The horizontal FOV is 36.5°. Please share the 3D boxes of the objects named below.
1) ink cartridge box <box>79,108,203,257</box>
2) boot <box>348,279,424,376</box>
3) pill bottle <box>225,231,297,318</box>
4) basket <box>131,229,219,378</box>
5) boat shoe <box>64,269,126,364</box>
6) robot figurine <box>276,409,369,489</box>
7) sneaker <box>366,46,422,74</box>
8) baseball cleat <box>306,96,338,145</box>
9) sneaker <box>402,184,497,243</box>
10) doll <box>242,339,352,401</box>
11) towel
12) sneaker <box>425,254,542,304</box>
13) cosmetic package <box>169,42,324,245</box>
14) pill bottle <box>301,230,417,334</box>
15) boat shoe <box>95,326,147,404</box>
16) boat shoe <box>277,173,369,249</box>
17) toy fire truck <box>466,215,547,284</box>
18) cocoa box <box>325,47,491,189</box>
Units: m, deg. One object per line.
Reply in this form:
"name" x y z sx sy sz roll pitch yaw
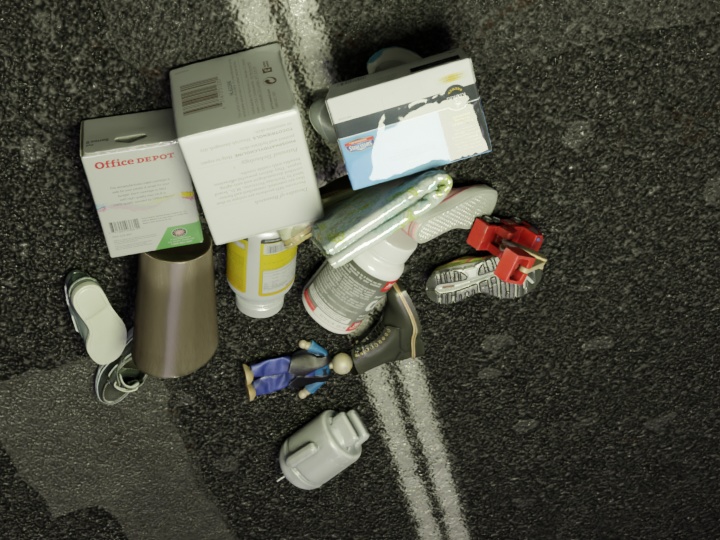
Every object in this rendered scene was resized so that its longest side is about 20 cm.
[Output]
"ink cartridge box" -0.318 -0.128 1.598 0.144 0.088 0.201 -10 137 -5
"boot" 0.034 0.109 1.916 0.138 0.078 0.201 -21 135 -5
"pill bottle" -0.157 -0.023 1.725 0.111 0.112 0.201 -3 135 -11
"basket" -0.292 0.038 1.730 0.135 0.181 0.201 13 124 9
"boat shoe" -0.439 0.076 1.795 0.073 0.062 0.201 -31 143 -19
"robot figurine" -0.078 0.348 2.109 0.200 0.113 0.169 -39 159 23
"sneaker" 0.086 -0.246 1.588 0.076 0.081 0.200 -35 127 22
"baseball cleat" 0.019 -0.201 1.602 0.199 0.106 0.070 23 81 -40
"sneaker" 0.126 -0.112 1.749 0.199 0.105 0.076 -20 135 -38
"doll" -0.112 0.185 1.987 0.199 0.049 0.137 -12 128 -11
"towel" 0.026 -0.080 1.501 0.199 0.171 0.048 -33 106 -1
"sneaker" 0.209 0.002 1.863 0.199 0.090 0.079 -5 107 5
"cosmetic package" -0.159 -0.177 1.532 0.165 0.168 0.201 -15 136 -2
"pill bottle" 0.000 0.000 1.786 0.113 0.114 0.200 19 127 -30
"boat shoe" -0.407 0.175 1.885 0.072 0.071 0.200 15 128 -27
"boat shoe" -0.030 -0.095 1.616 0.200 0.073 0.063 -22 113 -4
"toy fire truck" 0.250 -0.035 1.752 0.199 0.141 0.049 -1 121 -50
"cocoa box" 0.066 -0.208 1.492 0.199 0.133 0.132 -16 107 5
